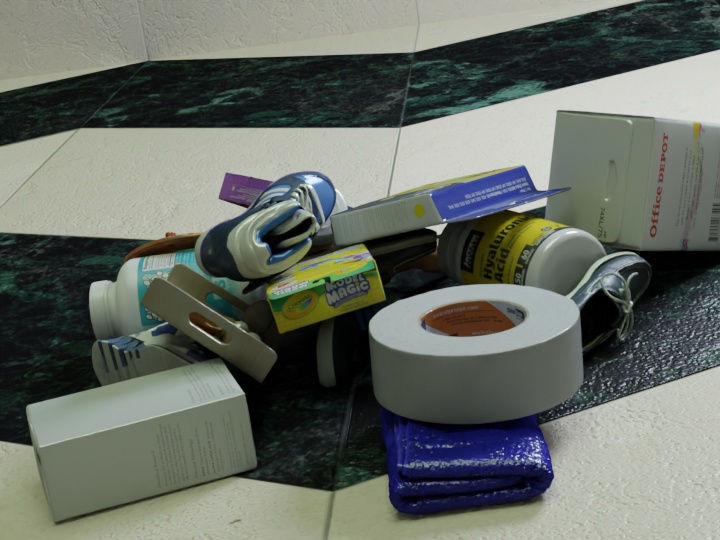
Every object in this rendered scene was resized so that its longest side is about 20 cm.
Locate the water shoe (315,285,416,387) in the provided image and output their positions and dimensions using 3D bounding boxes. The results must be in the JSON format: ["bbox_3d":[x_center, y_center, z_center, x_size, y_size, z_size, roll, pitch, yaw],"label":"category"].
[{"bbox_3d":[0.014,0.063,1.595,0.078,0.072,0.200,4,23,20],"label":"water shoe"}]

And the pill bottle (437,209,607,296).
[{"bbox_3d":[0.173,-0.007,1.664,0.110,0.113,0.199,-19,20,-28],"label":"pill bottle"}]

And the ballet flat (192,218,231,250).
[{"bbox_3d":[-0.147,-0.035,1.951,0.197,0.071,0.067,-11,11,-10],"label":"ballet flat"}]

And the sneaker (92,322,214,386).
[{"bbox_3d":[-0.188,0.090,1.591,0.114,0.082,0.198,-26,23,-37],"label":"sneaker"}]

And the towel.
[{"bbox_3d":[0.091,0.147,1.347,0.146,0.050,0.200,-9,19,2],"label":"towel"}]

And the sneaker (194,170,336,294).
[{"bbox_3d":[-0.068,-0.049,1.585,0.199,0.081,0.146,-32,16,-34],"label":"sneaker"}]

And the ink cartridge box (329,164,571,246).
[{"bbox_3d":[0.100,-0.078,1.665,0.198,0.048,0.197,-13,3,40],"label":"ink cartridge box"}]

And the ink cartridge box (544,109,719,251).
[{"bbox_3d":[0.334,-0.104,1.734,0.198,0.149,0.145,0,9,-43],"label":"ink cartridge box"}]

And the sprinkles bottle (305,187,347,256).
[{"bbox_3d":[-0.063,-0.042,1.788,0.067,0.069,0.200,-13,-13,-13],"label":"sprinkles bottle"}]

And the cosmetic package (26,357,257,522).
[{"bbox_3d":[-0.207,0.156,1.410,0.197,0.082,0.113,-14,19,-13],"label":"cosmetic package"}]

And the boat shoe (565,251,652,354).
[{"bbox_3d":[0.247,0.039,1.554,0.199,0.076,0.061,-26,24,-38],"label":"boat shoe"}]

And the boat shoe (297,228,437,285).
[{"bbox_3d":[0.000,0.000,1.707,0.198,0.066,0.073,-16,13,-20],"label":"boat shoe"}]

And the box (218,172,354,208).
[{"bbox_3d":[-0.065,-0.075,1.930,0.198,0.040,0.136,18,-2,-37],"label":"box"}]

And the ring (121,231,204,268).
[{"bbox_3d":[-0.185,-0.010,1.789,0.197,0.019,0.201,-5,-22,-2],"label":"ring"}]

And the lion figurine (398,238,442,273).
[{"bbox_3d":[0.042,-0.014,1.793,0.197,0.073,0.122,-17,5,-1],"label":"lion figurine"}]

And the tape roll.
[{"bbox_3d":[0.107,0.074,1.395,0.197,0.067,0.201,-5,18,2],"label":"tape roll"}]

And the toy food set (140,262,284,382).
[{"bbox_3d":[-0.142,0.042,1.533,0.143,0.061,0.200,33,2,-3],"label":"toy food set"}]

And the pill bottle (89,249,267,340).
[{"bbox_3d":[-0.205,0.035,1.713,0.197,0.112,0.111,-8,18,3],"label":"pill bottle"}]

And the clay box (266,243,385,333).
[{"bbox_3d":[-0.038,0.018,1.547,0.113,0.048,0.200,-18,8,-1],"label":"clay box"}]
